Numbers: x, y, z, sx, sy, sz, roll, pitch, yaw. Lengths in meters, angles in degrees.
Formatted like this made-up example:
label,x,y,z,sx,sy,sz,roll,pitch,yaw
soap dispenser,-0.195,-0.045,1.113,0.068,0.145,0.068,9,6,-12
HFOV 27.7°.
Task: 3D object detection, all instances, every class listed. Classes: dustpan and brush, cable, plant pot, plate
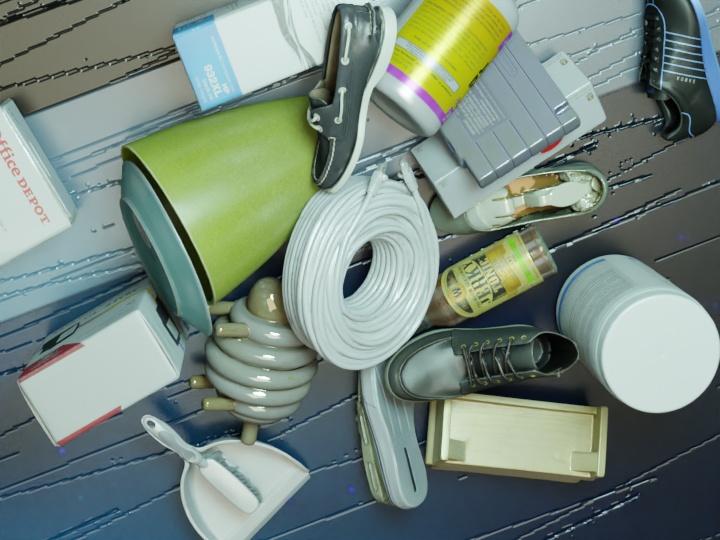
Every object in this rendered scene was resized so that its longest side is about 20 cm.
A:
label,x,y,z,sx,sy,sz,roll,pitch,yaw
dustpan and brush,-0.168,0.221,1.637,0.200,0.057,0.140,43,95,-12
cable,0.000,0.000,1.531,0.200,0.069,0.200,-49,135,-22
plant pot,-0.117,-0.094,1.527,0.199,0.187,0.188,-30,104,-15
plate,-0.209,-0.018,1.510,0.025,0.200,0.201,-26,104,-14

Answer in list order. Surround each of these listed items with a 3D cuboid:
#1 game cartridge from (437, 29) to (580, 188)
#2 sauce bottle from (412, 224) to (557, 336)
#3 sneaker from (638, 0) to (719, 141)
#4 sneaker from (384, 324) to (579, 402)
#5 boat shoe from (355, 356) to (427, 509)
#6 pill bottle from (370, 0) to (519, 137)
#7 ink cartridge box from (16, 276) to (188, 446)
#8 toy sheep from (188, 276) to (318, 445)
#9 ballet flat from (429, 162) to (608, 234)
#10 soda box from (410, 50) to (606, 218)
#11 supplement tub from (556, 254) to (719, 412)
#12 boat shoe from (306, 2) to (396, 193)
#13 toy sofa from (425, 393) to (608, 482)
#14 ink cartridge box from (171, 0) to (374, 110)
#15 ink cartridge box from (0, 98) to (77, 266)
label,x,y,z,sx,sy,sz,roll,pitch,yaw
game cartridge,0.125,-0.197,1.539,0.129,0.038,0.200,-34,68,6
sauce bottle,0.119,0.022,1.619,0.199,0.065,0.065,-30,104,6
sneaker,0.335,-0.237,1.582,0.078,0.070,0.201,-25,105,-7
sneaker,0.129,0.094,1.569,0.199,0.106,0.075,-13,92,-19
boat shoe,0.022,0.172,1.644,0.062,0.072,0.201,-8,93,41
pill bottle,0.092,-0.242,1.489,0.104,0.104,0.200,39,85,-12
ink cartridge box,-0.265,0.090,1.529,0.145,0.200,0.083,-30,101,1
toy sheep,-0.111,0.099,1.584,0.137,0.138,0.201,11,116,-8
ballet flat,0.175,-0.080,1.604,0.199,0.064,0.068,-11,103,-3
soda box,0.160,-0.146,1.575,0.200,0.068,0.064,-33,135,3
supplement tub,0.294,0.064,1.577,0.131,0.200,0.133,-1,103,-5
boat shoe,-0.022,-0.168,1.429,0.060,0.074,0.201,5,125,-24
toy sofa,0.175,0.189,1.663,0.199,0.098,0.083,7,77,-7
ink cartridge box,-0.086,-0.245,1.499,0.199,0.145,0.084,-22,104,-1
ink cartridge box,-0.418,-0.069,1.537,0.199,0.085,0.145,-28,104,2
